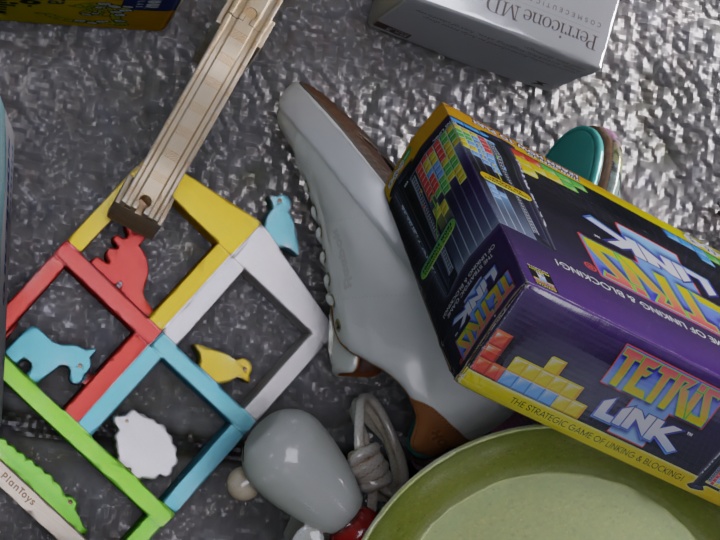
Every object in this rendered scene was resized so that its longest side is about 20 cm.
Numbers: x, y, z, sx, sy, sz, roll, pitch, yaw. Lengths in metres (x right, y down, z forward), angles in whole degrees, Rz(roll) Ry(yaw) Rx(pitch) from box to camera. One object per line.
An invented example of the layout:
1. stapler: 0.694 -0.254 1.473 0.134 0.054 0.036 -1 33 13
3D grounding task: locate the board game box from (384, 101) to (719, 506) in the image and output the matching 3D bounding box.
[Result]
1. board game box: 0.117 0.021 0.750 0.199 0.166 0.057 25 111 -24

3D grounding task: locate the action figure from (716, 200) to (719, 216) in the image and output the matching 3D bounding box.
1. action figure: 0.240 0.030 0.877 0.118 0.102 0.202 19 73 -30

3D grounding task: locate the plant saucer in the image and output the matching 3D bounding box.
1. plant saucer: 0.087 0.169 0.740 0.198 0.031 0.202 -1 81 7

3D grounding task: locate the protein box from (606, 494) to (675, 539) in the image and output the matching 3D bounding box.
1. protein box: 0.176 0.223 0.835 0.197 0.135 0.202 12 83 -13

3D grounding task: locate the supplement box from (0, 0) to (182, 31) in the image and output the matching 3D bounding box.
1. supplement box: -0.180 -0.181 0.786 0.198 0.109 0.110 3 86 -13

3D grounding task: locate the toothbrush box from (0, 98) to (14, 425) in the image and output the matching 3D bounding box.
1. toothbrush box: -0.198 -0.016 0.713 0.084 0.200 0.148 1 79 -5

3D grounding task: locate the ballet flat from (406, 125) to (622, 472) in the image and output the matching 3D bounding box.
1. ballet flat: 0.093 0.026 0.870 0.071 0.069 0.201 30 83 -29

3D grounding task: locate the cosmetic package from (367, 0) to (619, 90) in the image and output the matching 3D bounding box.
1. cosmetic package: 0.087 -0.206 0.869 0.112 0.081 0.202 16 82 -14

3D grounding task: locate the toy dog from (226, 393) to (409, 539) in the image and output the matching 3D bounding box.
1. toy dog: -0.011 0.167 0.815 0.096 0.132 0.201 -26 85 17

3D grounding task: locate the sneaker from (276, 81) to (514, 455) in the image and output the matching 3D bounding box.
1. sneaker: 0.000 0.000 0.827 0.084 0.073 0.201 -38 70 13

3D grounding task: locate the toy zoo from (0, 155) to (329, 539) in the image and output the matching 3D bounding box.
1. toy zoo: -0.104 0.036 0.836 0.131 0.020 0.200 43 77 -8

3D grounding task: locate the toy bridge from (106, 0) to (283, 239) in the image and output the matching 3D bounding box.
1. toy bridge: -0.061 -0.111 0.821 0.027 0.067 0.201 30 73 -8
